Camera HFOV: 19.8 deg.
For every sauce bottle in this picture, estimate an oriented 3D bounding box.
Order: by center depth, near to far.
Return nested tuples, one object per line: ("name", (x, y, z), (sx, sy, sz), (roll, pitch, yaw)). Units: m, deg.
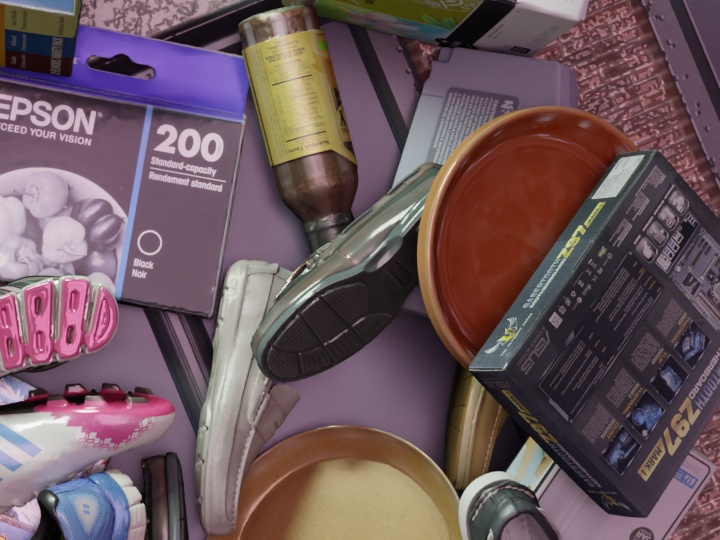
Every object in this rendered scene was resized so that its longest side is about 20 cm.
("sauce bottle", (-0.038, -0.090, 1.513), (0.064, 0.065, 0.202), (-14, 91, -9))

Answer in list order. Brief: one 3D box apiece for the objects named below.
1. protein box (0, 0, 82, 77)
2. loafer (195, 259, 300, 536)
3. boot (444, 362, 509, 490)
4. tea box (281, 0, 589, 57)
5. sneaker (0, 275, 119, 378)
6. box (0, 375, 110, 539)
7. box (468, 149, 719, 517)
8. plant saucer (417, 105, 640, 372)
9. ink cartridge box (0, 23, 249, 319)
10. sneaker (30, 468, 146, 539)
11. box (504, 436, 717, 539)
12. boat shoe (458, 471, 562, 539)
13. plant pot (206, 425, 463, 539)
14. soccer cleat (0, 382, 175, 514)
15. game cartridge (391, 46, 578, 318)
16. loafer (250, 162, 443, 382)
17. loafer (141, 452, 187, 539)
("protein box", (-0.282, -0.263, 1.435), (0.197, 0.135, 0.202), (8, 76, -8))
("loafer", (-0.078, 0.093, 1.491), (0.069, 0.070, 0.202), (10, 83, -8))
("boot", (0.151, 0.080, 1.528), (0.154, 0.073, 0.202), (16, 82, -8))
("tea box", (0.058, -0.244, 1.466), (0.195, 0.200, 0.135), (14, 85, -6))
("sneaker", (-0.261, 0.046, 1.437), (0.198, 0.087, 0.074), (-11, 88, 0))
("box", (-0.287, 0.131, 1.474), (0.199, 0.040, 0.138), (28, 82, -6))
("box", (0.186, 0.043, 1.414), (0.158, 0.051, 0.200), (44, 69, -20))
("plant saucer", (0.127, -0.013, 1.435), (0.199, 0.032, 0.202), (-2, 94, -26))
("ink cartridge box", (-0.186, -0.079, 1.500), (0.196, 0.043, 0.202), (10, 84, -7))
("sneaker", (-0.212, 0.234, 1.428), (0.089, 0.078, 0.202), (1, 104, -37))
("box", (0.151, 0.188, 1.490), (0.116, 0.060, 0.201), (33, 96, -22))
("boat shoe", (0.120, 0.237, 1.430), (0.075, 0.060, 0.201), (-29, 113, -9))
("plant pot", (-0.015, 0.211, 1.479), (0.198, 0.028, 0.202), (-6, 68, 14))
("soccer cleat", (-0.226, 0.127, 1.435), (0.198, 0.070, 0.087), (-3, 96, -4))
("game cartridge", (0.085, -0.059, 1.503), (0.040, 0.133, 0.201), (24, 82, -48))
("loafer", (0.000, 0.000, 1.470), (0.200, 0.063, 0.072), (-39, 131, -4))
("loafer", (-0.152, 0.232, 1.468), (0.062, 0.072, 0.202), (-3, 89, -2))
